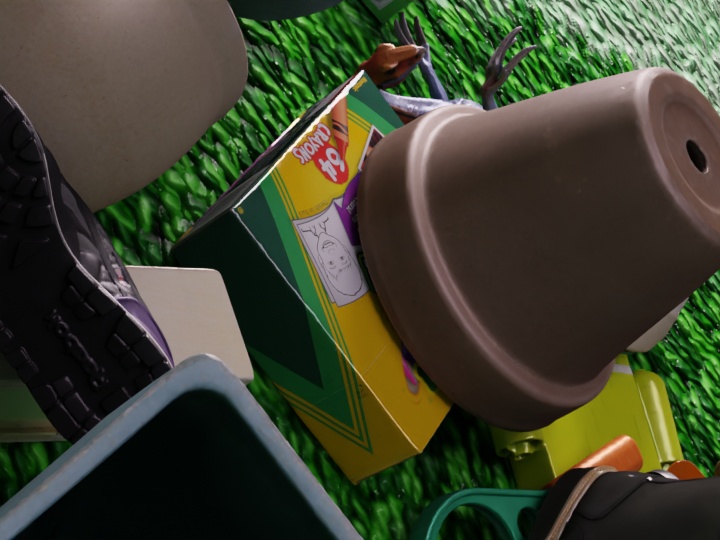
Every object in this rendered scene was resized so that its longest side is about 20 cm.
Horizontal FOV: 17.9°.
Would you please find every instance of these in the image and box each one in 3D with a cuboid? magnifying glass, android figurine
[{"bbox_3d":[0.100,0.146,1.341,0.200,0.022,0.080,-27,94,-41],"label":"magnifying glass"},{"bbox_3d":[0.136,0.086,1.456,0.182,0.041,0.200,14,55,-45],"label":"android figurine"}]

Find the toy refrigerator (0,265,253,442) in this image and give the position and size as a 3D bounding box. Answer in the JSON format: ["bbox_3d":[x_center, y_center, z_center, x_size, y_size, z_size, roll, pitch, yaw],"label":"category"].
[{"bbox_3d":[-0.150,0.043,1.102,0.200,0.076,0.070,3,62,-51],"label":"toy refrigerator"}]

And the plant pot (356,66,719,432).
[{"bbox_3d":[0.127,-0.028,1.315,0.200,0.174,0.201,35,41,-37],"label":"plant pot"}]

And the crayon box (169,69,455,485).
[{"bbox_3d":[0.000,0.000,1.335,0.173,0.058,0.200,52,35,-9],"label":"crayon box"}]

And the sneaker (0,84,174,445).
[{"bbox_3d":[-0.150,-0.011,1.023,0.200,0.076,0.088,60,5,-10],"label":"sneaker"}]

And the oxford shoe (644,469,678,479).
[{"bbox_3d":[0.177,0.215,1.359,0.084,0.073,0.200,4,69,-27],"label":"oxford shoe"}]

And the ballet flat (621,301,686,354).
[{"bbox_3d":[0.192,0.007,1.513,0.070,0.069,0.200,58,15,1],"label":"ballet flat"}]

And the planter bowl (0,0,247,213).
[{"bbox_3d":[-0.173,-0.096,1.104,0.200,0.200,0.135,44,63,-20],"label":"planter bowl"}]

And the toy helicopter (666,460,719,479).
[{"bbox_3d":[0.250,0.198,1.439,0.132,0.079,0.200,43,-29,51],"label":"toy helicopter"}]

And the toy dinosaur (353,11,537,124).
[{"bbox_3d":[0.079,-0.088,1.486,0.181,0.105,0.200,-4,78,-30],"label":"toy dinosaur"}]

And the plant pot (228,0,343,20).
[{"bbox_3d":[-0.052,-0.229,1.363,0.200,0.200,0.135,-64,150,-51],"label":"plant pot"}]

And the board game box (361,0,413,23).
[{"bbox_3d":[0.004,-0.282,1.577,0.153,0.040,0.200,46,36,-17],"label":"board game box"}]

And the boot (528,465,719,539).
[{"bbox_3d":[0.143,0.189,1.260,0.077,0.138,0.200,42,57,-32],"label":"boot"}]

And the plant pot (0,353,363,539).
[{"bbox_3d":[-0.102,0.176,0.926,0.196,0.200,0.196,-41,98,-22],"label":"plant pot"}]
